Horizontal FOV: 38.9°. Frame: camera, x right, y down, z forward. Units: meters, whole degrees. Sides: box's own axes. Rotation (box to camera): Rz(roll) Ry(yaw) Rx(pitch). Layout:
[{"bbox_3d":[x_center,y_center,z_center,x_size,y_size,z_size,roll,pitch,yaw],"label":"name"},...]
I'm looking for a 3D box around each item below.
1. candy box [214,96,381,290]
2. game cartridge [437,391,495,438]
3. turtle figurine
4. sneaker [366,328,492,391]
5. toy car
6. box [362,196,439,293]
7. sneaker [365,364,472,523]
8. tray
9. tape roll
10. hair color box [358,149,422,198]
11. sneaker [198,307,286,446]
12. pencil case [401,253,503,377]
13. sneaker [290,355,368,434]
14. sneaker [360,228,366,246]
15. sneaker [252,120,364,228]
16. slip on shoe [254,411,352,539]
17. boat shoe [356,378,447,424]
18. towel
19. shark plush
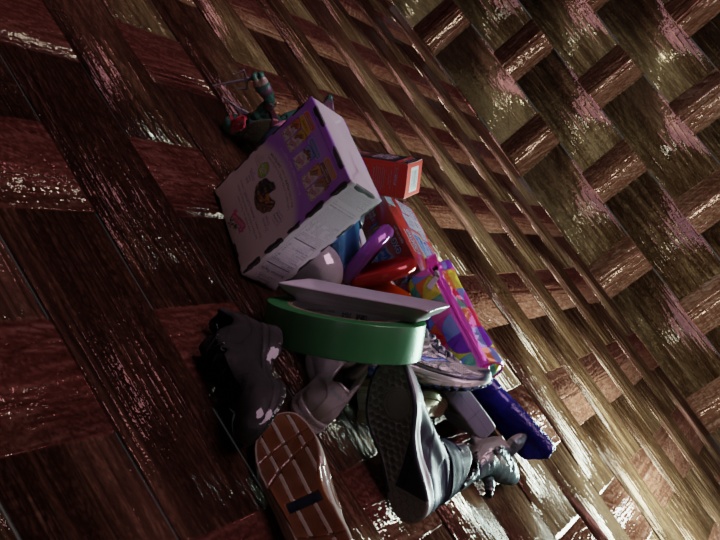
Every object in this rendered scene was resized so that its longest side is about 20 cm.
[{"bbox_3d":[-0.089,-0.102,1.364,0.071,0.200,0.168,28,30,-46],"label":"candy box"},{"bbox_3d":[0.113,0.160,1.493,0.200,0.041,0.133,50,-14,-7],"label":"game cartridge"},{"bbox_3d":[-0.148,-0.242,1.620,0.198,0.150,0.102,2,74,-22],"label":"turtle figurine"},{"bbox_3d":[0.090,0.116,1.382,0.198,0.086,0.077,11,-10,-16],"label":"sneaker"},{"bbox_3d":[0.000,0.000,1.453,0.200,0.150,0.175,51,20,-1],"label":"toy car"},{"bbox_3d":[0.063,-0.021,1.704,0.099,0.095,0.201,24,32,-48],"label":"box"},{"bbox_3d":[0.077,0.206,1.305,0.146,0.076,0.204,-3,83,-59],"label":"sneaker"},{"bbox_3d":[0.004,0.038,1.279,0.198,0.022,0.107,10,4,19],"label":"tray"},{"bbox_3d":[-0.020,0.072,1.258,0.199,0.049,0.200,8,5,-1],"label":"tape roll"},{"bbox_3d":[-0.006,-0.167,1.689,0.198,0.062,0.101,9,13,15],"label":"hair color box"},{"bbox_3d":[-0.135,0.113,1.107,0.090,0.076,0.200,31,20,-22],"label":"sneaker"},{"bbox_3d":[0.141,0.079,1.542,0.088,0.088,0.201,11,47,-60],"label":"pencil case"},{"bbox_3d":[-0.023,0.127,1.274,0.075,0.088,0.200,45,21,-12],"label":"sneaker"},{"bbox_3d":[-0.079,-0.093,1.559,0.200,0.070,0.108,49,14,14],"label":"sneaker"},{"bbox_3d":[-0.061,-0.141,1.497,0.200,0.070,0.082,40,57,-22],"label":"sneaker"},{"bbox_3d":[-0.057,0.239,1.059,0.061,0.076,0.200,87,-22,-46],"label":"slip on shoe"},{"bbox_3d":[0.054,0.190,1.382,0.200,0.072,0.066,23,71,-57],"label":"boat shoe"},{"bbox_3d":[0.221,0.223,1.624,0.200,0.050,0.148,47,-4,7],"label":"towel"},{"bbox_3d":[0.195,0.293,1.496,0.200,0.090,0.084,-5,89,-73],"label":"shark plush"}]
